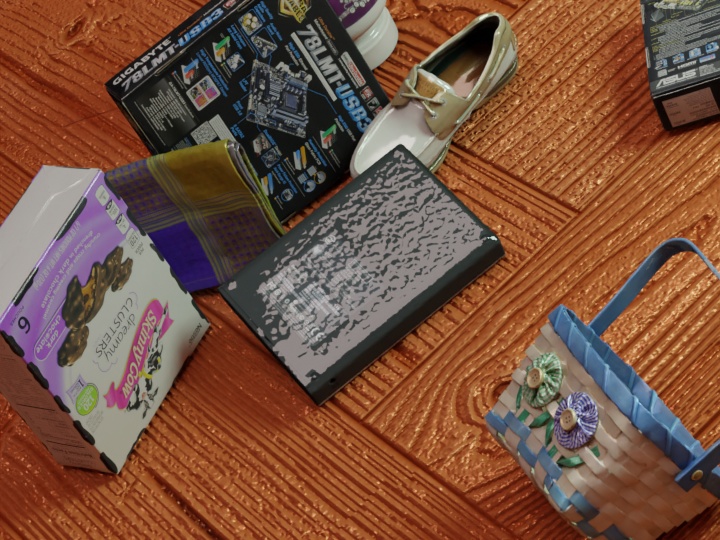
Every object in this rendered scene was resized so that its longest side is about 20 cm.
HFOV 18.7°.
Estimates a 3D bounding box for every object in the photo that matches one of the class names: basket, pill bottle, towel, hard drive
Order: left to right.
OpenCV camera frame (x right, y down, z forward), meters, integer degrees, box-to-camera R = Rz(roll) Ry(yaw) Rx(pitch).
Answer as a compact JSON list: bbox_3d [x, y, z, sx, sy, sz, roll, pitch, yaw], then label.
[{"bbox_3d":[-0.159,-0.037,1.876,0.200,0.144,0.023,-12,35,25],"label":"towel"},{"bbox_3d":[-0.042,-0.272,1.996,0.112,0.200,0.112,-18,42,17],"label":"pill bottle"},{"bbox_3d":[0.000,0.000,1.797,0.200,0.033,0.140,-39,57,-7],"label":"hard drive"},{"bbox_3d":[0.201,0.089,1.521,0.200,0.139,0.176,-43,39,2],"label":"basket"}]

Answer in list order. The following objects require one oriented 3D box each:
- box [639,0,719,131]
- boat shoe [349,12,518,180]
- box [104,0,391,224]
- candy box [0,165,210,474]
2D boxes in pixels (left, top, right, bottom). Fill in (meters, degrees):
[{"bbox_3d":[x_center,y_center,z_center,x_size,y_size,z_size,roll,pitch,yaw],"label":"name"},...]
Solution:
[{"bbox_3d":[0.334,-0.208,1.808,0.200,0.049,0.161,-17,43,16],"label":"box"},{"bbox_3d":[0.060,-0.147,1.892,0.075,0.068,0.200,33,70,21],"label":"boat shoe"},{"bbox_3d":[-0.088,-0.142,1.894,0.198,0.200,0.050,-40,35,-9],"label":"box"},{"bbox_3d":[-0.230,0.041,1.798,0.072,0.200,0.168,6,53,36],"label":"candy box"}]
